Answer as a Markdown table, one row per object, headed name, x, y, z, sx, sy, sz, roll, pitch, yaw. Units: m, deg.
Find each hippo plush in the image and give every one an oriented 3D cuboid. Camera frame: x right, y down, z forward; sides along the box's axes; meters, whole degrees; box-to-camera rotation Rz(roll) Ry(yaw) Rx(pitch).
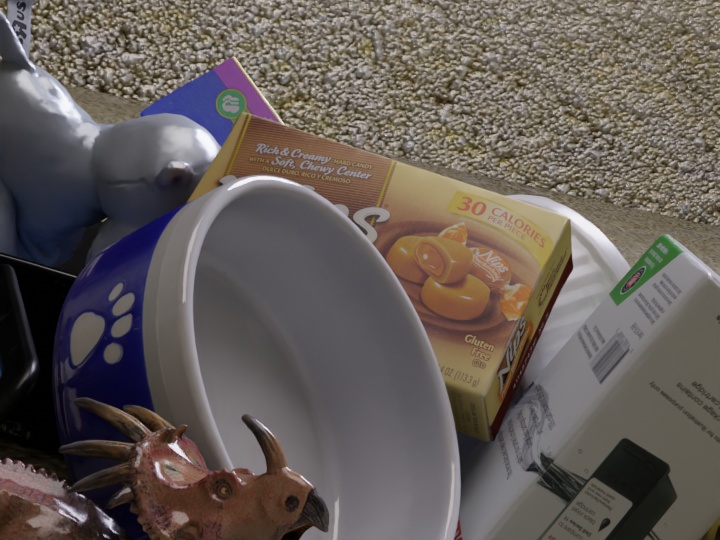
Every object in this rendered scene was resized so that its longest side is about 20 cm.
| name | x | y | z | sx | sy | sz | roll | pitch | yaw |
| --- | --- | --- | --- | --- | --- | --- | --- | --- | --- |
| hippo plush | -0.148 | -0.052 | 1.024 | 0.160 | 0.201 | 0.159 | 13 | 7 | 10 |

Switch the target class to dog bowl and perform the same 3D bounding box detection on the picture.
| name | x | y | z | sx | sy | sz | roll | pitch | yaw |
| --- | --- | --- | --- | --- | --- | --- | --- | --- | --- |
| dog bowl | -0.042 | 0.063 | 0.776 | 0.079 | 0.201 | 0.200 | -23 | -11 | 29 |

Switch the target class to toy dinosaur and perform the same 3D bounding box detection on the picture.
| name | x | y | z | sx | sy | sz | roll | pitch | yaw |
| --- | --- | --- | --- | --- | --- | --- | --- | --- | --- |
| toy dinosaur | -0.123 | 0.101 | 0.633 | 0.199 | 0.136 | 0.086 | 12 | 10 | -14 |

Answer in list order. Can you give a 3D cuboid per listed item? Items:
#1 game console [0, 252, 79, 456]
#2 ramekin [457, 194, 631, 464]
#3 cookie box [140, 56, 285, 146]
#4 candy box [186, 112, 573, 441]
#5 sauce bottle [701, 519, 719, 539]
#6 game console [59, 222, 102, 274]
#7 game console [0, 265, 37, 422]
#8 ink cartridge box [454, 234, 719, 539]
| name | x | y | z | sx | sy | sz | roll | pitch | yaw |
| --- | --- | --- | --- | --- | --- | --- | --- | --- | --- |
| game console | -0.131 | 0.051 | 0.978 | 0.199 | 0.117 | 0.176 | 16 | 10 | 8 |
| ramekin | 0.071 | 0.062 | 1.012 | 0.094 | 0.203 | 0.202 | -12 | 25 | -41 |
| cookie box | -0.064 | -0.028 | 1.154 | 0.171 | 0.075 | 0.200 | 54 | -9 | 8 |
| candy box | 0.000 | 0.000 | 0.921 | 0.199 | 0.116 | 0.055 | 19 | -28 | 20 |
| sauce bottle | 0.229 | 0.146 | 1.125 | 0.199 | 0.065 | 0.065 | 16 | 9 | 13 |
| game console | -0.205 | 0.022 | 1.189 | 0.199 | 0.117 | 0.176 | 21 | 34 | 22 |
| game console | -0.241 | 0.055 | 0.739 | 0.175 | 0.117 | 0.200 | 12 | 9 | -17 |
| ink cartridge box | 0.123 | 0.090 | 0.854 | 0.083 | 0.200 | 0.147 | 40 | 9 | -5 |
